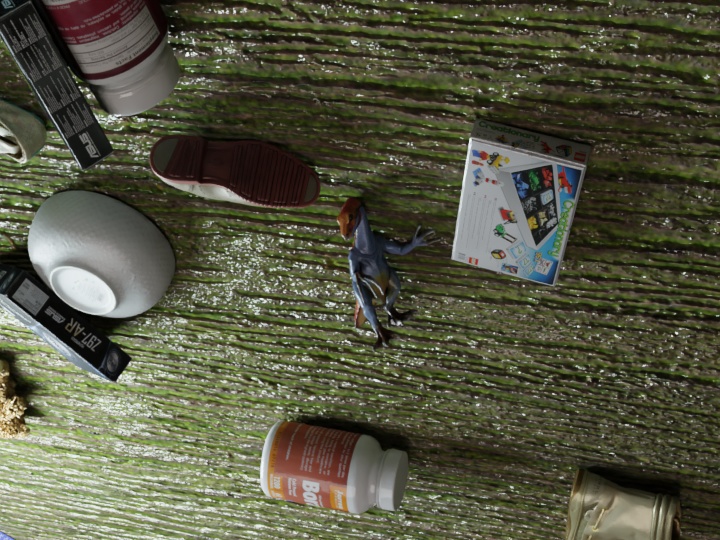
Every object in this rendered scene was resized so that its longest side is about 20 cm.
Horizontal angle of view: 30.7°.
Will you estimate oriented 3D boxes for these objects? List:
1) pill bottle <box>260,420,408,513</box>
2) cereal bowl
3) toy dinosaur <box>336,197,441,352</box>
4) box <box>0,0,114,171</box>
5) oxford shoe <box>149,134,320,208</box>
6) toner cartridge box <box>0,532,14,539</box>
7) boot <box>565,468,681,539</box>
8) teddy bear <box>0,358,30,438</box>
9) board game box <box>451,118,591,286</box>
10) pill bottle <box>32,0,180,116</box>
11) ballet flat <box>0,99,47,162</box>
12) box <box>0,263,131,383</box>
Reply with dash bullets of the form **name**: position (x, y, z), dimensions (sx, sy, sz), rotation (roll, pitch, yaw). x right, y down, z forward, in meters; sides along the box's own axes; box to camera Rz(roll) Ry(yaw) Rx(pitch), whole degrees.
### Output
- **pill bottle**: position (-0.036, 0.286, 1.886), dimensions (0.197, 0.113, 0.113), rotation (8, 141, 16)
- **cereal bowl**: position (-0.344, -0.006, 1.699), dimensions (0.197, 0.084, 0.202), rotation (13, 141, 10)
- **toy dinosaur**: position (0.000, 0.000, 1.554), dimensions (0.198, 0.105, 0.183), rotation (-7, 115, 48)
- **box**: position (-0.342, -0.229, 1.363), dimensions (0.047, 0.194, 0.201), rotation (-29, 135, -8)
- **oxford shoe**: position (-0.140, -0.111, 1.512), dimensions (0.197, 0.072, 0.075), rotation (15, 169, 4)
- **toner cartridge box**: position (-0.739, 0.529, 2.550), dimensions (0.199, 0.044, 0.095), rotation (35, 139, -17)
- **boot**: position (0.367, 0.363, 1.832), dimensions (0.153, 0.073, 0.202), rotation (11, 136, 16)
- **teddy bear**: position (-0.585, 0.199, 2.065), dimensions (0.143, 0.067, 0.201), rotation (22, 142, 2)
- **board game box**: position (0.171, -0.070, 1.429), dimensions (0.124, 0.035, 0.201), rotation (15, 142, 8)
- **pill bottle**: position (-0.261, -0.263, 1.325), dimensions (0.112, 0.115, 0.201), rotation (1, 139, 23)
- **ballet flat**: position (-0.467, -0.189, 1.548), dimensions (0.198, 0.063, 0.068), rotation (24, 142, -4)
- **box**: position (-0.424, 0.069, 1.803), dimensions (0.200, 0.044, 0.159), rotation (44, 163, -28)
